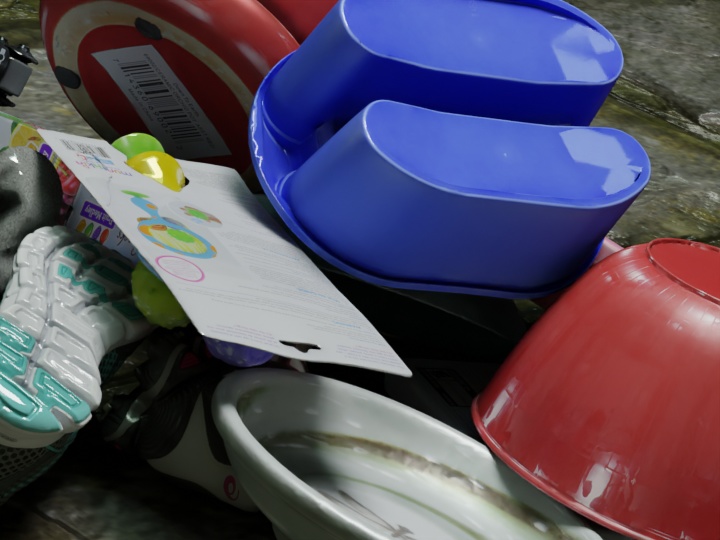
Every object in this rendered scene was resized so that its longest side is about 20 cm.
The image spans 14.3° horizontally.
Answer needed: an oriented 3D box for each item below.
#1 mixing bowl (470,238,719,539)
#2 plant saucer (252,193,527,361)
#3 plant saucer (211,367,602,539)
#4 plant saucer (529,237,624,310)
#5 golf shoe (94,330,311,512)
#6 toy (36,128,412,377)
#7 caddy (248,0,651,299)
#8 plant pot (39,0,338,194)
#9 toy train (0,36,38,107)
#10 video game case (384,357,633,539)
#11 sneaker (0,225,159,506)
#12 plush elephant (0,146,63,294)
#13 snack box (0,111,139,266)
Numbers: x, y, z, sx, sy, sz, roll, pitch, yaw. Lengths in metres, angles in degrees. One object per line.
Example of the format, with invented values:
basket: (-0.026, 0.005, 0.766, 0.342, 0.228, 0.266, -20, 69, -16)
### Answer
mixing bowl: (0.164, 0.053, 1.389, 0.199, 0.109, 0.200, 18, 18, -6)
plant saucer: (0.000, 0.000, 1.500, 0.199, 0.036, 0.200, 18, -8, 2)
plant saucer: (0.017, 0.113, 1.279, 0.200, 0.050, 0.200, 24, 13, -6)
plant saucer: (0.111, -0.003, 1.567, 0.200, 0.051, 0.201, 33, 3, -2)
golf shoe: (-0.055, 0.064, 1.396, 0.088, 0.077, 0.200, 39, 24, 6)
toy: (-0.072, 0.003, 1.331, 0.115, 0.047, 0.200, 11, 26, -35)
caddy: (0.044, -0.060, 1.413, 0.199, 0.105, 0.142, 6, 58, -26)
plant pot: (-0.055, -0.149, 1.530, 0.200, 0.201, 0.183, 21, 56, 19)
toy train: (-0.216, -0.114, 1.426, 0.046, 0.034, 0.200, 28, -3, -31)
video game case: (0.128, 0.098, 1.465, 0.181, 0.024, 0.200, 5, 20, -23)
sneaker: (-0.151, 0.047, 1.318, 0.077, 0.091, 0.200, 34, 25, 0)
plush elephant: (-0.240, -0.037, 1.360, 0.200, 0.155, 0.165, 48, 2, 41)
snack box: (-0.169, -0.046, 1.517, 0.142, 0.053, 0.200, 20, -3, 20)
